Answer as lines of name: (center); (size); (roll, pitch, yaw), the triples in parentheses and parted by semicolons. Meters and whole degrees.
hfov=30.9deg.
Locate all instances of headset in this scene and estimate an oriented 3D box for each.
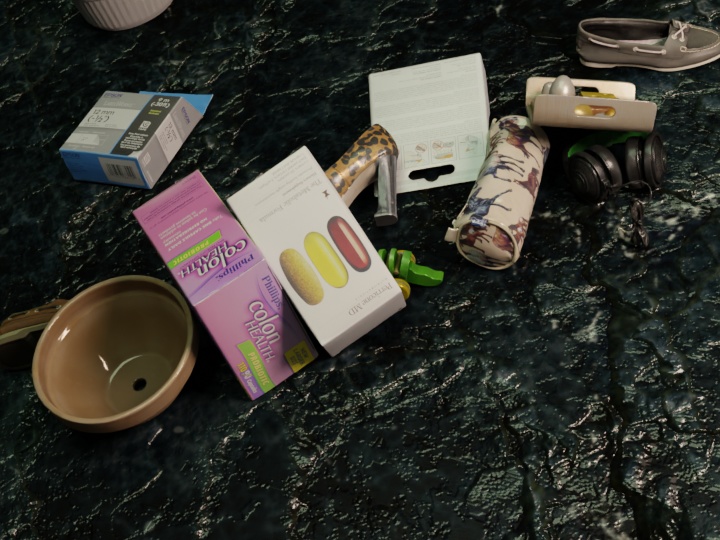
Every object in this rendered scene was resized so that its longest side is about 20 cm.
headset: (0.313, -0.110, 1.564); (0.122, 0.095, 0.201); (-14, 28, 5)

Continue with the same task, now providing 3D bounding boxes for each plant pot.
plant pot: (-0.273, 0.113, 1.521); (0.198, 0.093, 0.202); (-9, 51, 12)

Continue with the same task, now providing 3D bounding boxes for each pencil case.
pencil case: (0.171, -0.100, 1.580); (0.089, 0.078, 0.201); (25, 52, -4)

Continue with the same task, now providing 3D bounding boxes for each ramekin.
ramekin: (-0.396, -0.486, 2.177); (0.200, 0.095, 0.204); (-10, 44, 10)

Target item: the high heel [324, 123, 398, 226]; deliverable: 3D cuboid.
high heel: (-0.049, -0.123, 1.675); (0.197, 0.072, 0.144); (-1, 62, 0)

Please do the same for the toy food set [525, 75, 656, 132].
toy food set: (0.279, -0.214, 1.600); (0.142, 0.061, 0.200); (4, 16, 4)

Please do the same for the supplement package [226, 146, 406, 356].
supplement package: (-0.047, -0.019, 1.486); (0.113, 0.110, 0.201); (-34, 79, -2)

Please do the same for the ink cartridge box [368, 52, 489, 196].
ink cartridge box: (0.093, -0.186, 1.741); (0.161, 0.057, 0.202); (-9, 65, 12)

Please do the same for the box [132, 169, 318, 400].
box: (-0.158, 0.016, 1.518); (0.096, 0.177, 0.200); (-33, 45, -8)

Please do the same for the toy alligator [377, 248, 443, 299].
toy alligator: (0.000, 0.000, 1.566); (0.198, 0.055, 0.060); (-2, 45, 19)

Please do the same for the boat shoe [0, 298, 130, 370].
boat shoe: (-0.368, 0.065, 1.629); (0.198, 0.072, 0.068); (-10, 44, 10)

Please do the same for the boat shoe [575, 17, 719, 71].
boat shoe: (0.382, -0.305, 1.725); (0.198, 0.057, 0.067); (2, 47, 22)

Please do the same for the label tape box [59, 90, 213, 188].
label tape box: (-0.324, -0.214, 1.897); (0.142, 0.066, 0.201); (8, 51, 27)
